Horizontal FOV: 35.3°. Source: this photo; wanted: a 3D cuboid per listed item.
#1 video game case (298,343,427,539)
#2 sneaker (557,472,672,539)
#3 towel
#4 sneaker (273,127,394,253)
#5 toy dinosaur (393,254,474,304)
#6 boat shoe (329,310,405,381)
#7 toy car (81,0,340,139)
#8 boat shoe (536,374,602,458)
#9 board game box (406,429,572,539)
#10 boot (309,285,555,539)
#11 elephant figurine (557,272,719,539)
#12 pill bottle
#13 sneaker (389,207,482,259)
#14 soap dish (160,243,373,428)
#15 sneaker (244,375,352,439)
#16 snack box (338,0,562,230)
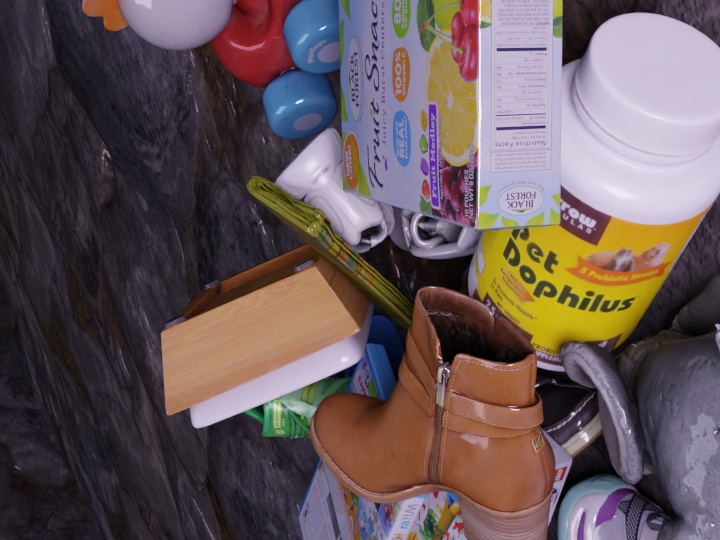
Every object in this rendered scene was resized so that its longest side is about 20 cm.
[{"bbox_3d":[-0.003,0.179,0.870,0.144,0.017,0.202,-109,31,-49],"label":"video game case"},{"bbox_3d":[0.195,0.248,0.748,0.139,0.077,0.204,24,130,58],"label":"sneaker"},{"bbox_3d":[0.000,0.000,0.809,0.086,0.018,0.200,36,175,45],"label":"towel"},{"bbox_3d":[-0.011,-0.047,0.866,0.081,0.075,0.200,44,-175,6],"label":"sneaker"},{"bbox_3d":[0.067,0.050,0.909,0.088,0.047,0.202,42,147,34],"label":"toy dinosaur"},{"bbox_3d":[0.002,0.122,1.053,0.069,0.083,0.203,39,139,52],"label":"boat shoe"},{"bbox_3d":[-0.122,-0.212,0.886,0.177,0.197,0.187,120,136,-59],"label":"toy car"},{"bbox_3d":[0.106,0.105,0.818,0.065,0.073,0.199,54,153,-5],"label":"boat shoe"},{"bbox_3d":[0.071,0.176,0.801,0.126,0.034,0.203,43,129,43],"label":"board game box"},{"bbox_3d":[0.035,0.081,0.702,0.199,0.076,0.158,30,138,43],"label":"boot"},{"bbox_3d":[0.175,0.073,0.616,0.200,0.139,0.158,-128,54,-63],"label":"elephant figurine"},{"bbox_3d":[0.132,-0.039,0.627,0.110,0.108,0.201,55,152,28],"label":"pill bottle"},{"bbox_3d":[0.056,-0.042,0.820,0.200,0.079,0.072,-10,102,67],"label":"sneaker"},{"bbox_3d":[-0.069,0.039,0.892,0.200,0.155,0.082,-68,-46,-79],"label":"soap dish"},{"bbox_3d":[-0.043,0.123,0.970,0.197,0.083,0.075,12,116,33],"label":"sneaker"},{"bbox_3d":[0.042,-0.106,0.624,0.200,0.052,0.145,-154,62,-68],"label":"snack box"}]
